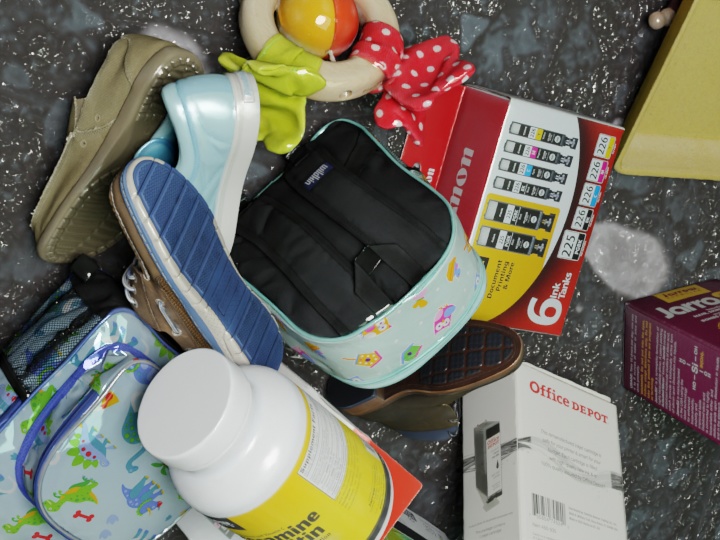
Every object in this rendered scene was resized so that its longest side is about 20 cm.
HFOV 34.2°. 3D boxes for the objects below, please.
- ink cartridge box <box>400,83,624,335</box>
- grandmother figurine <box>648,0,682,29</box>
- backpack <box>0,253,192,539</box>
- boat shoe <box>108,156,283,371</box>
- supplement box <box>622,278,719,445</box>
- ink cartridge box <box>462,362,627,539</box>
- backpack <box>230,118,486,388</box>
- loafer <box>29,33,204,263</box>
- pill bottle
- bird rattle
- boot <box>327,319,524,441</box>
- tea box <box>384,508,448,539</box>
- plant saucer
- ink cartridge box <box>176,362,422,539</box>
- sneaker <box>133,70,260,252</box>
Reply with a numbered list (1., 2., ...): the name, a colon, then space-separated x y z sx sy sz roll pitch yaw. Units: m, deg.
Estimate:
1. ink cartridge box: 0.120 -0.056 1.054 0.174 0.084 0.201 9 103 -29
2. grandmother figurine: 0.298 -0.283 1.087 0.199 0.061 0.122 7 112 -27
3. backpack: -0.210 0.128 0.898 0.200 0.147 0.183 -44 131 -4
4. boat shoe: -0.132 0.010 0.842 0.201 0.072 0.072 62 31 -30
5. supplement box: 0.374 0.095 1.169 0.130 0.200 0.104 -13 112 -23
6. ink cartridge box: 0.174 0.209 1.111 0.146 0.083 0.201 24 53 -31
7. backpack: 0.000 0.000 0.941 0.176 0.200 0.154 -41 131 -11
8. loafer: -0.190 -0.093 0.890 0.200 0.067 0.076 -53 149 15
9. pill bottle: -0.068 0.137 0.845 0.112 0.112 0.200 -50 135 -4
10. bird rattle: -0.019 -0.179 0.910 0.199 0.113 0.164 -14 71 -15
11. boot: 0.076 0.100 1.045 0.097 0.199 0.075 38 49 -40
12. tea box: 0.005 0.297 1.035 0.200 0.197 0.134 37 101 -32
13. plant saucer: 0.347 -0.184 1.124 0.199 0.049 0.201 0 127 -28
14. ink cartridge box: -0.067 0.179 0.967 0.163 0.200 0.057 -53 131 -3
15. sneaker: -0.133 -0.069 0.874 0.081 0.074 0.201 -2 135 -21
